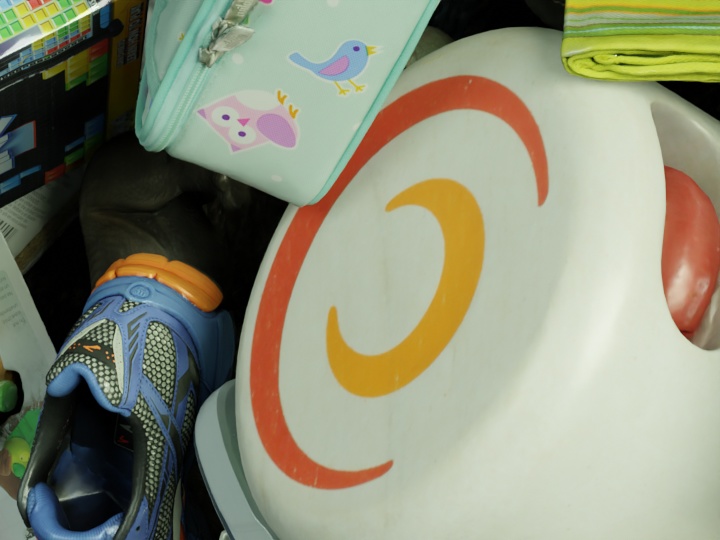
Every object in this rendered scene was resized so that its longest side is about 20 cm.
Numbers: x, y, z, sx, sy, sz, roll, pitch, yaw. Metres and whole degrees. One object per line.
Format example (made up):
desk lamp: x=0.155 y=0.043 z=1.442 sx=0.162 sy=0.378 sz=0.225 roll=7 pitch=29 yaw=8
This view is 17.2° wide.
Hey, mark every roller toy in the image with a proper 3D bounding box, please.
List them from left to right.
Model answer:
roller toy: x=0.064 y=0.029 z=0.758 sx=0.183 sy=0.139 sz=0.200 roll=-60 pitch=33 yaw=5

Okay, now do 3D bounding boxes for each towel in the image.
towel: x=0.110 y=-0.135 z=0.736 sx=0.086 sy=0.018 sz=0.201 roll=1 pitch=51 yaw=8

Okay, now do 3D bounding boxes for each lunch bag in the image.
lunch bag: x=-0.017 y=-0.126 z=0.779 sx=0.161 sy=0.077 sz=0.200 roll=-54 pitch=20 yaw=39

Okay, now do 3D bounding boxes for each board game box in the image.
board game box: x=-0.164 y=-0.059 z=0.882 sx=0.165 sy=0.200 sz=0.057 roll=-30 pitch=83 yaw=-12

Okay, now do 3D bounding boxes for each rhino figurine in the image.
rhino figurine: x=-0.072 y=0.034 z=0.947 sx=0.087 sy=0.060 sz=0.201 roll=-4 pitch=86 yaw=31

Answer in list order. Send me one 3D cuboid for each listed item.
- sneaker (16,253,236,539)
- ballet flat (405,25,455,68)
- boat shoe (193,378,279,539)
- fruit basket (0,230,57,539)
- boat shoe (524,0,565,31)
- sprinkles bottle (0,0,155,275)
sneaker: x=-0.097 y=0.094 z=0.885 sx=0.075 sy=0.078 sz=0.201 roll=13 pitch=116 yaw=22
ballet flat: x=0.000 y=0.000 z=0.891 sx=0.067 sy=0.062 sz=0.201 roll=-8 pitch=69 yaw=42
boat shoe: x=-0.013 y=0.138 z=0.834 sx=0.086 sy=0.074 sz=0.202 roll=-48 pitch=65 yaw=31
fruit basket: x=-0.198 y=0.079 z=1.009 sx=0.185 sy=0.094 sz=0.201 roll=-29 pitch=77 yaw=25
boat shoe: x=0.058 y=-0.145 z=0.802 sx=0.067 sy=0.057 sz=0.200 roll=-42 pitch=33 yaw=23
sprinkles bottle: x=-0.143 y=-0.053 z=1.053 sx=0.200 sy=0.068 sz=0.068 roll=-45 pitch=47 yaw=23
